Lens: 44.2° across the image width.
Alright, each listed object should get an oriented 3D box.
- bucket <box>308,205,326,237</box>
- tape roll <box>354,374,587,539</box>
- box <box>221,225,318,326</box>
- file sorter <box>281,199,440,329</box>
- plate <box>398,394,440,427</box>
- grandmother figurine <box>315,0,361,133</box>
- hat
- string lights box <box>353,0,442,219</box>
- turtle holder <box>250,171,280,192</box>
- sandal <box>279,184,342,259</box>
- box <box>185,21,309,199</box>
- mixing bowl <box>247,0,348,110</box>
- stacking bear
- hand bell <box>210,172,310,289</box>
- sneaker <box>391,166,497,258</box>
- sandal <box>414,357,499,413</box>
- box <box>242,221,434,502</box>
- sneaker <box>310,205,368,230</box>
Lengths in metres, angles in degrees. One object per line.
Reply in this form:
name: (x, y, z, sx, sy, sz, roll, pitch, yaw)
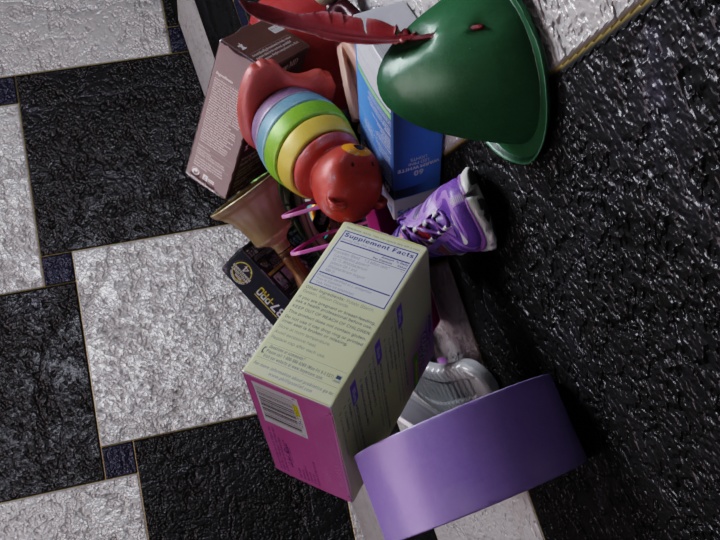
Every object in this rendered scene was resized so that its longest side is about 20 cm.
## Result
bucket: (-0.075, -0.021, 1.500, 0.207, 0.134, 0.209, 160, 90, -80)
tape roll: (0.100, 0.173, 0.816, 0.200, 0.198, 0.086, 108, 140, -72)
box: (-0.088, 0.015, 1.218, 0.161, 0.049, 0.200, 46, -159, -3)
file sorter: (0.000, 0.000, 1.075, 0.139, 0.124, 0.202, -41, -65, -69)
plate: (0.077, 0.184, 1.087, 0.198, 0.032, 0.200, 30, 170, 22)
grandmother figurine: (-0.013, -0.263, 1.013, 0.202, 0.060, 0.121, 69, 160, -4)
hat: (0.026, -0.144, 0.702, 0.200, 0.174, 0.167, -128, 22, -59)
string lights box: (0.039, -0.160, 0.919, 0.201, 0.058, 0.103, 86, 162, -53)
turtle holder: (-0.092, -0.161, 1.231, 0.185, 0.140, 0.133, 38, 119, 47)
sandal: (-0.048, -0.054, 1.195, 0.202, 0.057, 0.080, 56, 173, -37)
box: (-0.141, -0.197, 1.094, 0.075, 0.100, 0.201, 33, 131, 11)
mixing bowl: (-0.082, -0.292, 1.162, 0.200, 0.107, 0.202, 160, 90, -78)
stacking bear: (-0.046, -0.129, 0.967, 0.200, 0.121, 0.114, 50, 126, 39)
hand bell: (-0.089, -0.018, 1.125, 0.201, 0.104, 0.104, 55, 172, -11)
sneaker: (0.077, -0.039, 0.879, 0.200, 0.083, 0.081, 130, 119, -76)
sandal: (0.116, 0.134, 1.077, 0.083, 0.050, 0.202, 58, 158, -10)
box: (-0.012, 0.090, 0.883, 0.096, 0.201, 0.177, 19, 145, 22)
sneaker: (-0.019, -0.083, 1.284, 0.200, 0.077, 0.079, -168, 61, -76)
